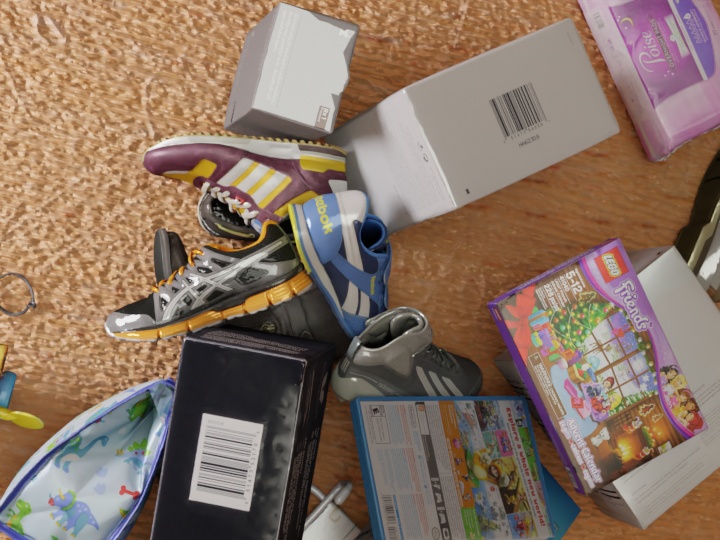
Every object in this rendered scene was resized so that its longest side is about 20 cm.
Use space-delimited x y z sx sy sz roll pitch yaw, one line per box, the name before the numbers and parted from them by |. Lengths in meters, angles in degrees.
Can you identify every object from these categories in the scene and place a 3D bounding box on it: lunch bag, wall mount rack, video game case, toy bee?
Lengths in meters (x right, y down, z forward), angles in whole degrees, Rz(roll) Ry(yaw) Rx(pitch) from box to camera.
lunch bag | -0.236 0.184 1.549 0.127 0.170 0.201 38 83 -5
wall mount rack | -0.031 0.311 1.629 0.200 0.075 0.174 44 82 -5
video game case | 0.089 0.190 1.565 0.198 0.018 0.145 2 65 -31
toy bee | -0.368 0.105 1.561 0.129 0.109 0.203 -5 89 -8

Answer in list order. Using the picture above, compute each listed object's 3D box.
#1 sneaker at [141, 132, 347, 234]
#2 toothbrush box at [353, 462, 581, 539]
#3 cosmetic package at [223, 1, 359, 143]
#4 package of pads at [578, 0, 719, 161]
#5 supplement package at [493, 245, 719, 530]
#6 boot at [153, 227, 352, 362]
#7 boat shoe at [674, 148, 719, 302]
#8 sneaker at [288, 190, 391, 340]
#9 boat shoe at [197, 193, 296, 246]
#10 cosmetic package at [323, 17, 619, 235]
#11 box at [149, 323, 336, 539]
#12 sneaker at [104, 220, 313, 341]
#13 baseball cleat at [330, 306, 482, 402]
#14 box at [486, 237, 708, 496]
sneaker | -0.110 -0.079 1.569 0.197 0.075 0.091 2 85 -5
toothbrush box | 0.102 0.254 1.607 0.147 0.085 0.200 48 50 -6
cosmetic package | -0.069 -0.181 1.575 0.089 0.200 0.108 15 84 -9
package of pads | 0.315 -0.226 1.707 0.119 0.076 0.202 -26 93 -11
supplement package | 0.276 0.114 1.653 0.190 0.147 0.201 -37 94 -9
boot | -0.102 0.026 1.637 0.172 0.069 0.202 -23 99 -13
boat shoe | 0.390 -0.063 1.722 0.068 0.075 0.202 27 91 -14
sneaker | 0.000 0.000 1.570 0.081 0.201 0.074 -25 48 5
boat shoe | -0.061 -0.057 1.643 0.198 0.061 0.073 -1 89 -10
cosmetic package | 0.102 -0.132 1.584 0.198 0.200 0.124 -25 91 -25
box | -0.103 0.160 1.498 0.116 0.200 0.199 10 92 6
sneaker | -0.147 0.015 1.544 0.198 0.078 0.078 -19 93 -2
baseball cleat | 0.062 0.088 1.606 0.199 0.070 0.107 -4 129 -46
box | 0.222 0.089 1.549 0.136 0.039 0.202 -27 93 -9
